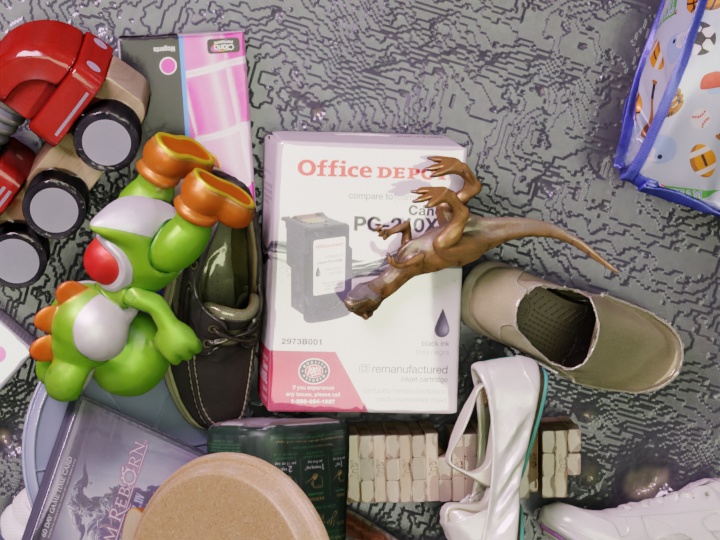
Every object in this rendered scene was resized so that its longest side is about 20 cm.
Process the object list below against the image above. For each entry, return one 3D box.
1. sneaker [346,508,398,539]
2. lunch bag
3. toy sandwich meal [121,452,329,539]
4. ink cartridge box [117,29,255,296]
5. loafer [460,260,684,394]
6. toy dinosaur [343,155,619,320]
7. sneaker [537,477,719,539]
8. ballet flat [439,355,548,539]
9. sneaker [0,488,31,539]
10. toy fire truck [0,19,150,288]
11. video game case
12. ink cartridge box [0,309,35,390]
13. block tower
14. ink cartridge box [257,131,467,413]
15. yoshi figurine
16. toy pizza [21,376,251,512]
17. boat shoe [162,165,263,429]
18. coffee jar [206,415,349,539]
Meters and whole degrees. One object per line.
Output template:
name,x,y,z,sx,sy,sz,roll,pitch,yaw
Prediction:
sneaker,0.025,0.258,1.525,0.199,0.071,0.080,34,110,25
lunch bag,0.293,-0.135,1.502,0.169,0.124,0.201,17,87,-9
toy sandwich meal,-0.084,0.220,1.388,0.204,0.070,0.207,-2,86,35
ink cartridge box,-0.127,-0.077,1.509,0.094,0.037,0.202,-4,100,-6
loafer,0.167,0.051,1.522,0.199,0.068,0.076,17,96,-25
toy dinosaur,0.076,-0.026,1.451,0.199,0.061,0.107,-17,124,-3
sneaker,0.235,0.202,1.574,0.199,0.075,0.100,16,77,-8
ballet flat,0.090,0.160,1.487,0.069,0.069,0.202,9,86,-7
sneaker,-0.186,0.238,1.517,0.199,0.081,0.147,24,98,-3
toy fire truck,-0.269,-0.118,1.441,0.199,0.129,0.176,35,111,-16
video game case,-0.149,0.194,1.474,0.199,0.019,0.144,29,69,-32
ink cartridge box,-0.377,0.065,1.496,0.200,0.043,0.197,41,92,-11
block tower,0.067,0.145,1.546,0.198,0.058,0.054,-1,97,-5
ink cartridge box,0.000,0.000,1.505,0.144,0.084,0.202,1,97,-8
yoshi figurine,-0.149,0.011,1.424,0.112,0.112,0.201,34,104,-4
toy pizza,-0.165,0.135,1.499,0.199,0.032,0.202,5,82,-37
boat shoe,-0.104,0.025,1.472,0.071,0.066,0.202,-10,107,-33
coffee jar,-0.058,0.208,1.473,0.104,0.085,0.202,1,87,-45
